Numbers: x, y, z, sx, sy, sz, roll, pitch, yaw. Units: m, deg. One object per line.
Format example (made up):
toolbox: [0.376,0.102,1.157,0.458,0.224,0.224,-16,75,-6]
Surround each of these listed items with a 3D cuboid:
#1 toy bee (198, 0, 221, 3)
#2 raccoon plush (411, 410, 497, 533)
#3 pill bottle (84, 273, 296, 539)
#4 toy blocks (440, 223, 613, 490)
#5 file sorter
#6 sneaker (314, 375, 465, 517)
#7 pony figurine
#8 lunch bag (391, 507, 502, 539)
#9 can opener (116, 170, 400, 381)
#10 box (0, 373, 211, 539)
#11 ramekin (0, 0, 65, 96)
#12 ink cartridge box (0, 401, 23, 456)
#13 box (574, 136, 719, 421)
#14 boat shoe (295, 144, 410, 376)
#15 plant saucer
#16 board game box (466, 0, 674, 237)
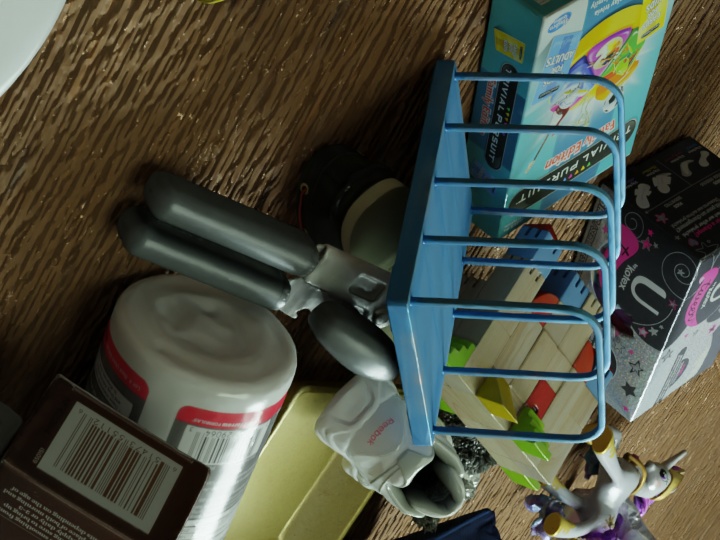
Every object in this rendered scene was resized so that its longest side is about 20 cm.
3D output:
toy bee: [-0.035,-0.174,0.700,0.131,0.109,0.200,-55,152,14]
raccoon plush: [0.055,0.110,1.237,0.134,0.097,0.201,-39,126,-10]
pill bottle: [-0.120,0.112,0.926,0.110,0.111,0.201,-14,136,-49]
toy blocks: [0.123,0.056,1.145,0.137,0.100,0.200,-56,133,-18]
file sorter: [0.097,-0.010,0.966,0.139,0.122,0.201,79,18,-49]
sneaker: [0.035,0.139,1.094,0.078,0.099,0.200,-46,157,2]
pony figurine: [0.257,0.255,1.654,0.199,0.166,0.194,26,96,-46]
lunch bag: [0.040,0.295,1.305,0.135,0.133,0.199,-16,172,-46]
can opener: [-0.045,0.003,0.890,0.199,0.067,0.053,27,112,-36]
box: [-0.170,0.158,0.853,0.200,0.100,0.075,-52,-172,38]
ramekin: [-0.190,-0.125,0.540,0.200,0.098,0.201,-36,149,-25]
ink cartridge box: [-0.259,0.171,0.806,0.200,0.057,0.163,-48,-169,39]
box: [0.261,0.010,1.362,0.132,0.115,0.201,-28,145,-36]
boat shoe: [0.002,-0.002,1.016,0.073,0.063,0.202,-36,147,-20]
plant saucer: [-0.056,0.153,1.141,0.201,0.048,0.199,-57,153,13]
board game box: [0.145,-0.134,1.082,0.151,0.047,0.201,-32,148,-30]
